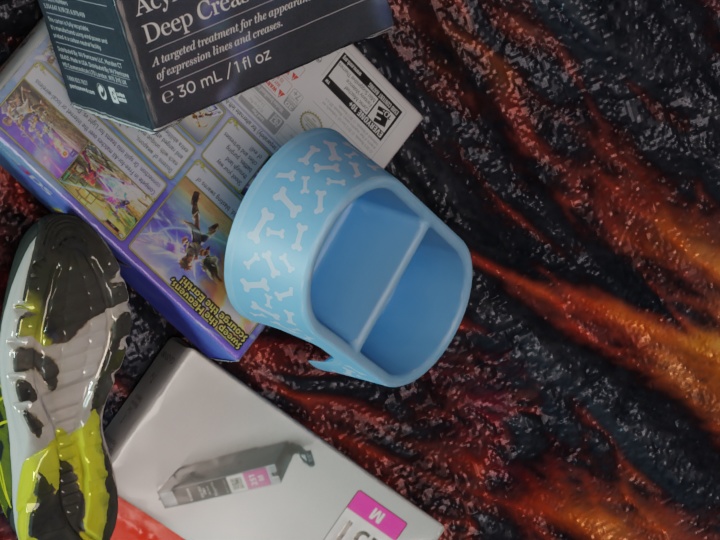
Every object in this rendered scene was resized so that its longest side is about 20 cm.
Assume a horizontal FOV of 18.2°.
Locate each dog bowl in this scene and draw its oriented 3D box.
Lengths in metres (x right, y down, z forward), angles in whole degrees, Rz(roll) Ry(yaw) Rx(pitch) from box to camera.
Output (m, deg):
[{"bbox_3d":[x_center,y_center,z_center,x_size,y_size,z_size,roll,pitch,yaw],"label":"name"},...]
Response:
[{"bbox_3d":[0.000,0.000,1.235,0.112,0.049,0.200,-60,148,-6],"label":"dog bowl"}]

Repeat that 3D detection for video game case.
[{"bbox_3d":[-0.090,-0.083,1.231,0.200,0.045,0.182,44,71,-21],"label":"video game case"}]

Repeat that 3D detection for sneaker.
[{"bbox_3d":[-0.177,0.061,1.209,0.074,0.084,0.202,-10,115,-37],"label":"sneaker"}]

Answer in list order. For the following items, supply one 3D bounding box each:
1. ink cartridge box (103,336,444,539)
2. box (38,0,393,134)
[{"bbox_3d":[-0.078,0.164,1.302,0.200,0.044,0.174,36,85,-22],"label":"ink cartridge box"},{"bbox_3d":[-0.091,-0.193,1.127,0.148,0.107,0.201,-26,113,-24],"label":"box"}]
